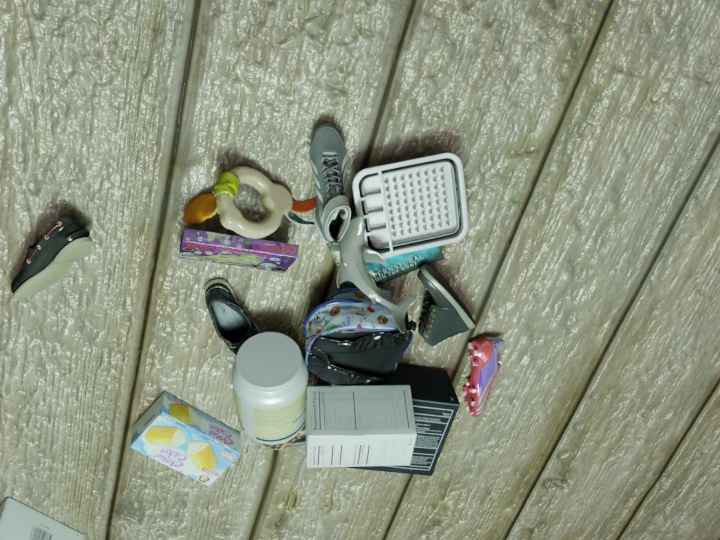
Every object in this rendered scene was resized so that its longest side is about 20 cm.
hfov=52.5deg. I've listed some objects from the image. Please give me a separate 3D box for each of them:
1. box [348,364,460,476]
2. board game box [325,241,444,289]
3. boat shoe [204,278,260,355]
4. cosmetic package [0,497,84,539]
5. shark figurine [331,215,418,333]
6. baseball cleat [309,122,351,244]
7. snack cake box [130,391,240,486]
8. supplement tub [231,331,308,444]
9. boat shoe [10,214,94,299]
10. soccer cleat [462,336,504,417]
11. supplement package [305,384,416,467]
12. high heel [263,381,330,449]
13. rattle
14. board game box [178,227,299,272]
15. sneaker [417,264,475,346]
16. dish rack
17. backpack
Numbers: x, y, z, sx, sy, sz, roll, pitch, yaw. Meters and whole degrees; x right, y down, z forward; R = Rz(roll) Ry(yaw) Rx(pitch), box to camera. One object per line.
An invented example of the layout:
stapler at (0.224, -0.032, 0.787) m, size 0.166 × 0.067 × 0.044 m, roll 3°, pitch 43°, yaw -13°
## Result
box at (0.080, 0.311, 1.539) m, size 0.197 × 0.124 × 0.200 m, roll 10°, pitch 119°, yaw -15°
board game box at (0.047, -0.044, 1.378) m, size 0.198 × 0.028 × 0.136 m, roll -23°, pitch 122°, yaw 3°
boat shoe at (-0.239, 0.112, 1.393) m, size 0.074 × 0.066 × 0.201 m, roll -18°, pitch 122°, yaw -1°
cosmetic package at (-0.748, 0.633, 1.574) m, size 0.200 × 0.123 × 0.199 m, roll -41°, pitch 119°, yaw 15°
shark figurine at (0.000, 0.017, 1.294) m, size 0.127 × 0.090 × 0.216 m, roll -14°, pitch 114°, yaw 44°
baseball cleat at (-0.042, -0.146, 1.232) m, size 0.069 × 0.106 × 0.203 m, roll -9°, pitch 106°, yaw -18°
snack cake box at (-0.360, 0.352, 1.513) m, size 0.199 × 0.067 × 0.115 m, roll 36°, pitch 108°, yaw -27°
supplement tub at (-0.171, 0.227, 1.402) m, size 0.143 × 0.146 × 0.201 m, roll -5°, pitch 140°, yaw -8°
boat shoe at (-0.542, -0.020, 1.263) m, size 0.201 × 0.074 × 0.063 m, roll -37°, pitch 82°, yaw 24°
soccer cleat at (0.266, 0.231, 1.566) m, size 0.075 × 0.067 × 0.202 m, roll -8°, pitch 119°, yaw -11°
supplement package at (-0.004, 0.292, 1.371) m, size 0.197 × 0.115 × 0.110 m, roll 1°, pitch 135°, yaw -5°
high heel at (-0.136, 0.303, 1.522) m, size 0.141 × 0.072 × 0.202 m, roll 2°, pitch 129°, yaw -19°
rattle at (-0.185, -0.097, 1.286) m, size 0.199 × 0.131 × 0.143 m, roll -3°, pitch 146°, yaw -45°
board game box at (-0.217, -0.033, 1.291) m, size 0.197 × 0.033 × 0.120 m, roll 8°, pitch 161°, yaw -15°
sneaker at (0.142, 0.079, 1.434) m, size 0.106 × 0.075 × 0.200 m, roll -33°, pitch 129°, yaw 10°
dish rack at (0.088, -0.119, 1.303) m, size 0.197 × 0.044 × 0.174 m, roll -11°, pitch 115°, yaw -3°
backpack at (-0.013, 0.122, 1.381) m, size 0.188 × 0.155 × 0.201 m, roll 0°, pitch 135°, yaw -21°
